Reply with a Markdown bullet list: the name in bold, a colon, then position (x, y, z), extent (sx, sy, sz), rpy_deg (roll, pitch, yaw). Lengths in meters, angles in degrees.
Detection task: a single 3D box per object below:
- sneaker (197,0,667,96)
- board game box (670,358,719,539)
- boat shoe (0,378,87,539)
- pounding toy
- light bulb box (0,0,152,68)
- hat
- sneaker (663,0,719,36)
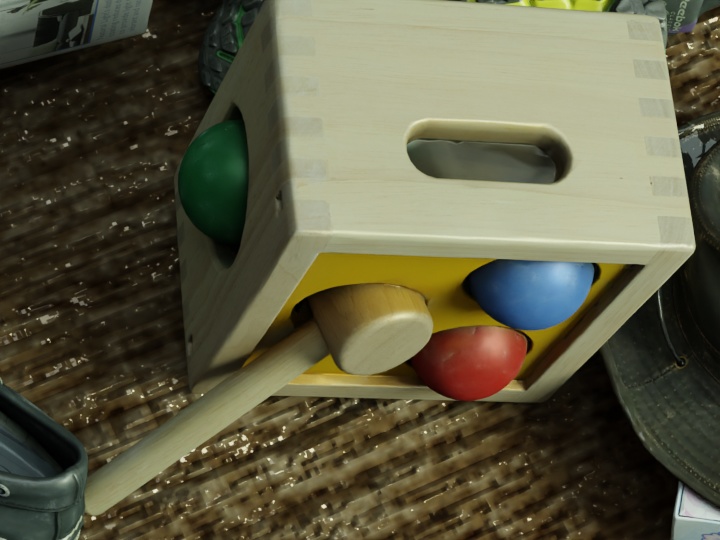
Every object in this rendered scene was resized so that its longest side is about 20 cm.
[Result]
- **sneaker**: position (0.029, -0.082, 1.049), extent (0.200, 0.085, 0.078), rpy_deg (3, 65, 8)
- **board game box**: position (0.238, 0.035, 1.022), extent (0.199, 0.041, 0.200), rpy_deg (8, 60, 9)
- **boat shoe**: position (-0.188, 0.041, 0.951), extent (0.199, 0.066, 0.075), rpy_deg (38, 47, 6)
- **pounding toy**: position (0.000, 0.000, 0.963), extent (0.200, 0.184, 0.142), rpy_deg (2, 65, -18)
- **light bulb box**: position (-0.202, -0.180, 0.987), extent (0.200, 0.125, 0.198), rpy_deg (-16, 71, -17)
- **hat**: position (0.181, -0.004, 0.978), extent (0.200, 0.081, 0.201), rpy_deg (-2, 59, 3)
- **sneaker**: position (0.109, -0.142, 1.070), extent (0.200, 0.076, 0.088), rpy_deg (-11, 54, -19)
